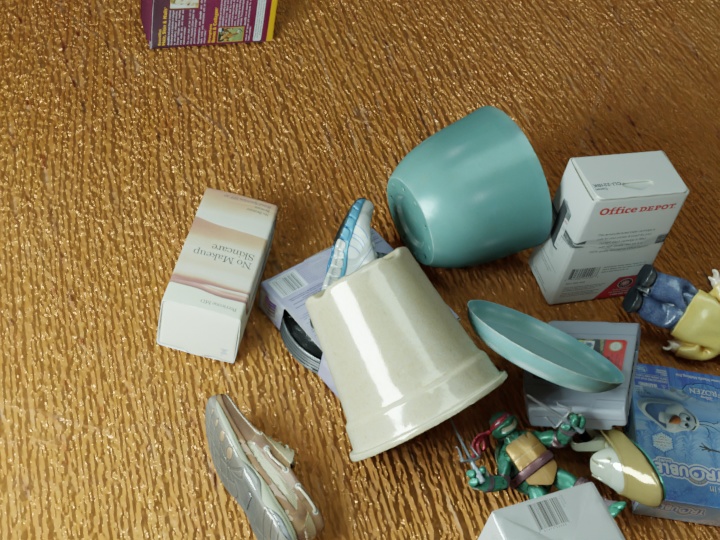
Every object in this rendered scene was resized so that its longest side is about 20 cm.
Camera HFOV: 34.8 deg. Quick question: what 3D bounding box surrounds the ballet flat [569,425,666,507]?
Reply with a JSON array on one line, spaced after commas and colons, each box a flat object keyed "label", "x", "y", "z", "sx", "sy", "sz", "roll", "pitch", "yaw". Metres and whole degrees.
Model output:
[{"label": "ballet flat", "x": 0.285, "y": 0.214, "z": 1.350, "sx": 0.062, "sy": 0.069, "sz": 0.200, "roll": -12, "pitch": 30, "yaw": -12}]

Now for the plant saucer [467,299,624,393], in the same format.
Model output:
[{"label": "plant saucer", "x": 0.209, "y": 0.091, "z": 1.327, "sx": 0.199, "sy": 0.028, "sz": 0.200, "roll": 23, "pitch": 11, "yaw": -5}]

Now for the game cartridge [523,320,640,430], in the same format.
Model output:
[{"label": "game cartridge", "x": 0.269, "y": 0.123, "z": 1.410, "sx": 0.132, "sy": 0.041, "sz": 0.200, "roll": -3, "pitch": 27, "yaw": 20}]

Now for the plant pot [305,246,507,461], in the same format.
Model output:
[{"label": "plant pot", "x": 0.035, "y": 0.084, "z": 1.288, "sx": 0.200, "sy": 0.200, "sz": 0.185, "roll": -27, "pitch": 87, "yaw": -32}]

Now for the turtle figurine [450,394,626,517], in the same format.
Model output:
[{"label": "turtle figurine", "x": 0.201, "y": 0.220, "z": 1.312, "sx": 0.149, "sy": 0.101, "sz": 0.200, "roll": -39, "pitch": 77, "yaw": -2}]

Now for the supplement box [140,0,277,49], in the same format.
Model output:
[{"label": "supplement box", "x": -0.233, "y": -0.416, "z": 1.771, "sx": 0.198, "sy": 0.111, "sz": 0.086, "roll": -7, "pitch": 50, "yaw": -19}]

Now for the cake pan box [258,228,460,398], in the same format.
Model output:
[{"label": "cake pan box", "x": -0.005, "y": 0.053, "z": 1.450, "sx": 0.199, "sy": 0.053, "sz": 0.184, "roll": -28, "pitch": 58, "yaw": -32}]

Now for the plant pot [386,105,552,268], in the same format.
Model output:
[{"label": "plant pot", "x": 0.132, "y": -0.095, "z": 1.524, "sx": 0.160, "sy": 0.201, "sz": 0.201, "roll": -24, "pitch": 57, "yaw": -15}]

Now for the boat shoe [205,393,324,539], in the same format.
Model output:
[{"label": "boat shoe", "x": -0.108, "y": 0.221, "z": 1.266, "sx": 0.071, "sy": 0.076, "sz": 0.201, "roll": -18, "pitch": 64, "yaw": -31}]

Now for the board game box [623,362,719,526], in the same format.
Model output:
[{"label": "board game box", "x": 0.425, "y": 0.215, "z": 1.410, "sx": 0.198, "sy": 0.044, "sz": 0.200, "roll": 9, "pitch": 49, "yaw": -5}]

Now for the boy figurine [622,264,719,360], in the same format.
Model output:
[{"label": "boy figurine", "x": 0.453, "y": 0.061, "z": 1.517, "sx": 0.199, "sy": 0.125, "sz": 0.064, "roll": 25, "pitch": 9, "yaw": -2}]

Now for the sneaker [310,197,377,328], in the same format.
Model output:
[{"label": "sneaker", "x": 0.000, "y": 0.000, "z": 1.426, "sx": 0.086, "sy": 0.075, "sz": 0.201, "roll": 18, "pitch": 56, "yaw": -5}]

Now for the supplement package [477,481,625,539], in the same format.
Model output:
[{"label": "supplement package", "x": 0.179, "y": 0.324, "z": 1.148, "sx": 0.120, "sy": 0.201, "sz": 0.120, "roll": -11, "pitch": 53, "yaw": -22}]

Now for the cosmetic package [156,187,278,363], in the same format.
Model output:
[{"label": "cosmetic package", "x": -0.175, "y": 0.003, "z": 1.427, "sx": 0.102, "sy": 0.088, "sz": 0.201, "roll": 14, "pitch": 47, "yaw": -2}]

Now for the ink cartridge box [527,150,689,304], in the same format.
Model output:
[{"label": "ink cartridge box", "x": 0.324, "y": -0.056, "z": 1.521, "sx": 0.143, "sy": 0.201, "sz": 0.084, "roll": -6, "pitch": 50, "yaw": -19}]
